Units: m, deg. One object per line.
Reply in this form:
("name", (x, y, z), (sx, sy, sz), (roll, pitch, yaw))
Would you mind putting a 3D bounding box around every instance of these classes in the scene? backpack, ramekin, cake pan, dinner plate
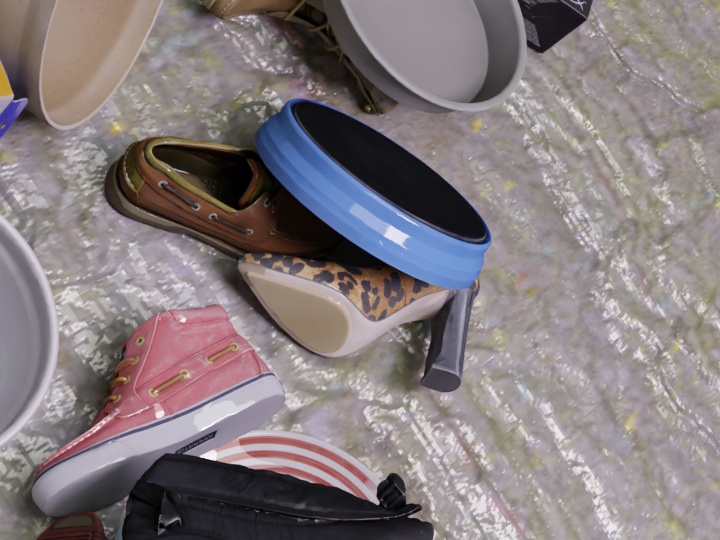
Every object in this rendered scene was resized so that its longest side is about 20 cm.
("backpack", (-0.066, 0.204, 1.178), (0.200, 0.127, 0.167), (16, 37, 0))
("ramekin", (-0.303, 0.046, 1.166), (0.200, 0.105, 0.200), (13, 63, -27))
("cake pan", (0.048, -0.210, 1.466), (0.200, 0.037, 0.201), (20, 56, -32))
("dinner plate", (-0.062, 0.203, 1.271), (0.200, 0.024, 0.200), (4, 54, -6))

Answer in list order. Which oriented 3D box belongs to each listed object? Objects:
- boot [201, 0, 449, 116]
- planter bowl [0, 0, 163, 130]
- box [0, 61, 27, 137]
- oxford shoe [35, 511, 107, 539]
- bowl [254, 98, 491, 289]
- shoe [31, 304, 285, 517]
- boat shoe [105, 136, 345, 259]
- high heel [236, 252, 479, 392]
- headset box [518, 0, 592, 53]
("boot", (-0.020, -0.195, 1.479), (0.200, 0.073, 0.156), (-25, 85, -44))
("planter bowl", (-0.230, -0.217, 1.293), (0.135, 0.200, 0.200), (25, 53, 11))
("box", (-0.321, -0.094, 1.206), (0.200, 0.119, 0.042), (-17, 79, -37))
("oxford shoe", (-0.197, 0.253, 1.183), (0.075, 0.070, 0.200), (52, 40, -42))
("bowl", (0.014, -0.062, 1.387), (0.200, 0.039, 0.201), (32, 17, -11))
("shoe", (-0.154, 0.093, 1.270), (0.200, 0.072, 0.091), (-24, 68, -32))
("boat shoe", (-0.087, -0.053, 1.373), (0.200, 0.068, 0.072), (9, 63, -31))
("high heel", (0.000, 0.000, 1.419), (0.200, 0.071, 0.143), (27, 45, -17))
("headset box", (0.147, -0.319, 1.638), (0.149, 0.077, 0.200), (31, 57, -18))
